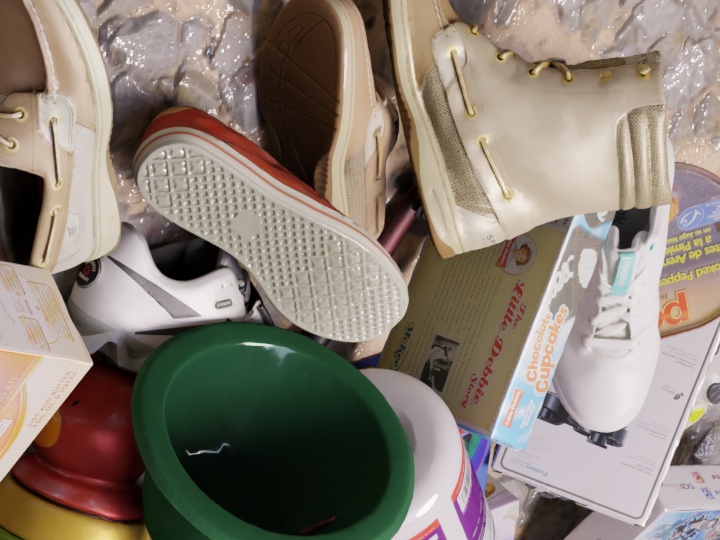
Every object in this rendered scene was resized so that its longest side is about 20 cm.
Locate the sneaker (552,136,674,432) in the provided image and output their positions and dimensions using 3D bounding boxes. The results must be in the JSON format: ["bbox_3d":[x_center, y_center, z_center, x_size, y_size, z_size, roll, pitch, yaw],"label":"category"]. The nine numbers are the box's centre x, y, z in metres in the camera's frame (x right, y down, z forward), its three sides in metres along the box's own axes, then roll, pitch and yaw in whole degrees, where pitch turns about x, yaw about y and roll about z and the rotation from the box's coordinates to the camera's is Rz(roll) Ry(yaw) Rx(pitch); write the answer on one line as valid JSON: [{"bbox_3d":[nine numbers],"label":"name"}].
[{"bbox_3d":[0.159,0.004,1.420,0.075,0.088,0.202,6,94,-1],"label":"sneaker"}]

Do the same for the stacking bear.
[{"bbox_3d":[-0.172,0.149,1.310,0.113,0.121,0.201,15,98,-39],"label":"stacking bear"}]

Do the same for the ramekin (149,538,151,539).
[{"bbox_3d":[-0.097,0.239,1.377,0.094,0.202,0.203,9,110,-57],"label":"ramekin"}]

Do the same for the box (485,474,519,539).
[{"bbox_3d":[0.023,0.193,1.565,0.199,0.041,0.039,-17,126,-33],"label":"box"}]

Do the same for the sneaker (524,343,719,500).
[{"bbox_3d":[0.196,0.091,1.630,0.200,0.080,0.078,-39,122,9],"label":"sneaker"}]

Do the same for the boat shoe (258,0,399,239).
[{"bbox_3d":[-0.015,-0.086,1.328,0.064,0.071,0.201,-30,144,-31],"label":"boat shoe"}]

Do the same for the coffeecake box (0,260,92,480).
[{"bbox_3d":[-0.264,0.062,1.158,0.199,0.073,0.154,12,128,-46],"label":"coffeecake box"}]

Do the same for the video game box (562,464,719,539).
[{"bbox_3d":[0.215,0.218,1.701,0.181,0.047,0.200,1,140,-45],"label":"video game box"}]

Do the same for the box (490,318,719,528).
[{"bbox_3d":[0.175,0.060,1.545,0.060,0.116,0.201,-67,176,-80],"label":"box"}]

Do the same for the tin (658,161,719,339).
[{"bbox_3d":[0.158,-0.002,1.482,0.199,0.042,0.113,-15,89,2],"label":"tin"}]

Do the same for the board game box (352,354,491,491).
[{"bbox_3d":[-0.001,0.129,1.497,0.199,0.045,0.135,-17,127,-34],"label":"board game box"}]

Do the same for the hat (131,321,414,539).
[{"bbox_3d":[-0.090,0.148,1.299,0.199,0.166,0.176,-8,145,-38],"label":"hat"}]

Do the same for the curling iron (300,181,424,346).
[{"bbox_3d":[0.000,0.000,1.421,0.200,0.026,0.050,-51,175,5],"label":"curling iron"}]

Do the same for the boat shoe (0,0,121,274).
[{"bbox_3d":[-0.172,-0.075,1.181,0.066,0.074,0.201,-33,135,-29],"label":"boat shoe"}]

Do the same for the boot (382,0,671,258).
[{"bbox_3d":[0.096,-0.119,1.318,0.154,0.073,0.201,-12,98,4],"label":"boot"}]

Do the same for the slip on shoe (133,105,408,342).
[{"bbox_3d":[-0.048,-0.028,1.298,0.200,0.061,0.074,36,116,-28],"label":"slip on shoe"}]

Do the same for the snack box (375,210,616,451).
[{"bbox_3d":[0.088,0.000,1.407,0.037,0.116,0.201,23,87,-42],"label":"snack box"}]

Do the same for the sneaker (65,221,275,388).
[{"bbox_3d":[-0.081,0.028,1.332,0.199,0.074,0.089,23,98,-45],"label":"sneaker"}]

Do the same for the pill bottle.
[{"bbox_3d":[0.021,0.150,1.397,0.112,0.112,0.200,-43,150,-12],"label":"pill bottle"}]
